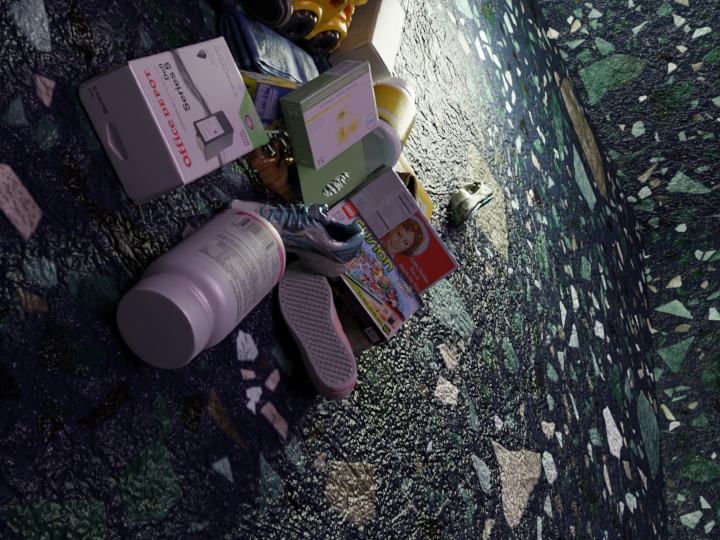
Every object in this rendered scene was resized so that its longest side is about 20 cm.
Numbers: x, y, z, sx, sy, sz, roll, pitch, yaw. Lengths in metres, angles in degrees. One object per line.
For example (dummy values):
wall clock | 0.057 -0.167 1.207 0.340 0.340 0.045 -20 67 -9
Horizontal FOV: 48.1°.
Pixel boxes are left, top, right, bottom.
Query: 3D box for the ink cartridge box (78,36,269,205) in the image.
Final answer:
ink cartridge box | -0.214 -0.183 0.960 0.146 0.084 0.200 66 30 -14

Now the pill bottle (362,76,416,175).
pill bottle | 0.036 -0.260 1.410 0.111 0.111 0.200 57 33 -27

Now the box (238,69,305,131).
box | -0.103 -0.233 1.137 0.200 0.070 0.064 -3 117 -52

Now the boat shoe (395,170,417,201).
boat shoe | 0.058 -0.068 1.358 0.072 0.068 0.200 0 90 -47

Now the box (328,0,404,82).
box | 0.014 -0.429 1.477 0.078 0.095 0.200 50 38 -37

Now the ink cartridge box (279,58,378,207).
ink cartridge box | -0.033 -0.181 1.152 0.146 0.048 0.200 -40 133 -34

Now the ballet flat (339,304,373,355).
ballet flat | 0.003 0.042 1.251 0.067 0.062 0.200 42 42 -45

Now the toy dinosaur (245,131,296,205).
toy dinosaur | -0.119 -0.136 1.154 0.200 0.060 0.106 53 49 -53

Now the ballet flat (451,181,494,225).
ballet flat | 0.233 -0.152 1.765 0.200 0.074 0.074 -36 107 -62

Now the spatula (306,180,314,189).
spatula | -0.093 -0.201 1.225 0.057 0.021 0.200 34 32 -49

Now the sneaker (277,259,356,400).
sneaker | -0.059 0.090 1.120 0.105 0.075 0.200 85 -17 -64

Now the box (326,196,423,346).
box | 0.000 0.000 1.196 0.200 0.035 0.110 54 46 -7

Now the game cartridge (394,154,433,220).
game cartridge | 0.071 -0.115 1.481 0.176 0.032 0.200 55 34 -31

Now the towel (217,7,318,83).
towel | -0.125 -0.312 1.204 0.200 0.049 0.112 14 53 -57

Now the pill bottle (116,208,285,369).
pill bottle | -0.174 0.017 0.900 0.113 0.113 0.200 65 30 -16

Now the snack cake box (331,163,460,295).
snack cake box | 0.055 -0.057 1.294 0.200 0.115 0.067 54 0 -17

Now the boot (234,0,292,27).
boot | -0.195 -0.402 1.084 0.200 0.073 0.151 51 34 -2

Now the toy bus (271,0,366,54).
toy bus | -0.051 -0.452 1.263 0.200 0.192 0.136 7 61 -61

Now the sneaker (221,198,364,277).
sneaker | -0.085 -0.064 1.073 0.200 0.086 0.078 18 45 -27
